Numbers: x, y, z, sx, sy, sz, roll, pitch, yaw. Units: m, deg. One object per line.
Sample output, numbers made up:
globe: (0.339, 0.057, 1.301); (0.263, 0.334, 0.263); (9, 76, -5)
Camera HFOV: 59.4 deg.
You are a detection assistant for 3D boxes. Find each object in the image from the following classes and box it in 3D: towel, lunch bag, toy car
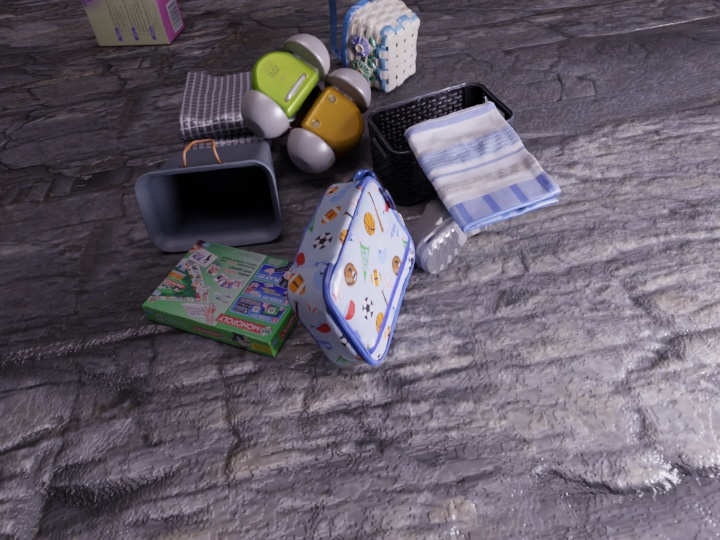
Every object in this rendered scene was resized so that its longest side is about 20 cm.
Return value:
towel: (-0.238, -0.291, 1.134); (0.162, 0.087, 0.202); (-10, 43, -2)
lunch bag: (0.000, 0.000, 0.734); (0.074, 0.161, 0.202); (-6, 44, 33)
towel: (0.156, -0.144, 0.835); (0.144, 0.024, 0.202); (-18, 53, -8)
toy car: (-0.091, -0.256, 1.015); (0.199, 0.150, 0.177); (36, 74, -10)

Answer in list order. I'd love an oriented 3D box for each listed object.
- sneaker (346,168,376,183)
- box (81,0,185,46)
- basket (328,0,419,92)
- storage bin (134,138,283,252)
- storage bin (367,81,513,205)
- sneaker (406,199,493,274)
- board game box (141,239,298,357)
sneaker: (-0.018, -0.065, 0.848); (0.074, 0.079, 0.202); (15, 45, -5)
box: (-0.542, -0.636, 1.484); (0.196, 0.178, 0.098); (3, 44, 14)
basket: (0.011, -0.448, 1.189); (0.138, 0.178, 0.200); (-35, 60, -21)
storage bin: (-0.213, -0.130, 0.932); (0.195, 0.148, 0.135); (-7, 32, 3)
storage bin: (0.121, -0.197, 0.965); (0.196, 0.095, 0.136); (-18, 43, -10)
sneaker: (0.127, -0.084, 0.857); (0.081, 0.076, 0.199); (32, 57, 34)
board game box: (-0.166, 0.030, 0.825); (0.196, 0.029, 0.135); (13, 48, 22)
